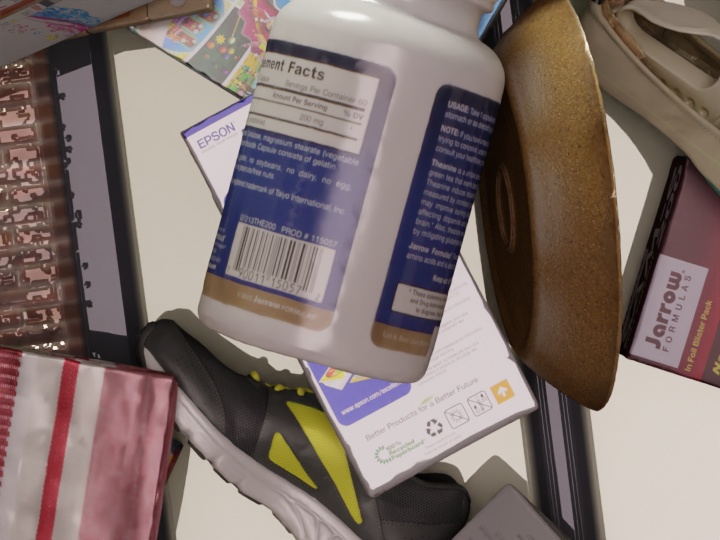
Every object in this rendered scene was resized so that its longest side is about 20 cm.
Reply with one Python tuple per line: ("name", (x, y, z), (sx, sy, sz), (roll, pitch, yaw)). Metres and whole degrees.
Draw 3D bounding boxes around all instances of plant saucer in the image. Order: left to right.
("plant saucer", (0.085, -0.031, 1.101), (0.035, 0.200, 0.202), (-6, 92, -6))

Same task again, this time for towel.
("towel", (-0.194, 0.104, 1.131), (0.198, 0.023, 0.145), (10, 94, 4))

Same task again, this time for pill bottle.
("pill bottle", (0.002, -0.058, 1.053), (0.110, 0.111, 0.201), (15, 92, -1))

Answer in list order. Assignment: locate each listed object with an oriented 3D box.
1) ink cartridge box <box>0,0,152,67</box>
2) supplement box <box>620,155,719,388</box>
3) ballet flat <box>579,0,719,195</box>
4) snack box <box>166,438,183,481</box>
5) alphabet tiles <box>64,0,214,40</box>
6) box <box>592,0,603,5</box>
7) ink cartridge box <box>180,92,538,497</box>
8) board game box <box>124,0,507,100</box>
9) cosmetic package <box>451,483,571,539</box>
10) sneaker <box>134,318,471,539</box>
("ink cartridge box", (-0.185, -0.188, 1.074), (0.199, 0.145, 0.146), (-22, 71, 15))
("supplement box", (0.241, 0.022, 1.175), (0.199, 0.061, 0.110), (17, 92, 1))
("ballet flat", (0.181, -0.078, 1.127), (0.200, 0.069, 0.070), (40, 92, 27))
("snack box", (-0.207, 0.144, 1.176), (0.168, 0.068, 0.201), (26, 91, 0))
("alphabet tiles", (-0.169, -0.191, 1.150), (0.199, 0.008, 0.168), (-9, 77, 18))
("box", (0.078, -0.247, 1.110), (0.199, 0.049, 0.160), (35, 76, 11))
("ink cartridge box", (0.000, 0.000, 1.127), (0.094, 0.037, 0.201), (-28, 94, 1))
("board game box", (-0.031, -0.154, 1.168), (0.199, 0.064, 0.148), (31, 92, -2))
("cosmetic package", (0.045, 0.217, 1.156), (0.200, 0.071, 0.101), (-46, 128, 2))
("sneaker", (-0.028, 0.085, 1.179), (0.200, 0.074, 0.085), (43, 86, -10))
